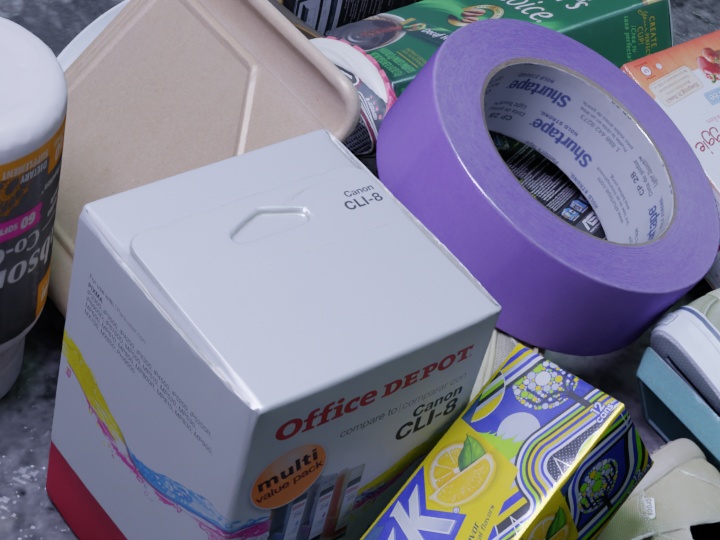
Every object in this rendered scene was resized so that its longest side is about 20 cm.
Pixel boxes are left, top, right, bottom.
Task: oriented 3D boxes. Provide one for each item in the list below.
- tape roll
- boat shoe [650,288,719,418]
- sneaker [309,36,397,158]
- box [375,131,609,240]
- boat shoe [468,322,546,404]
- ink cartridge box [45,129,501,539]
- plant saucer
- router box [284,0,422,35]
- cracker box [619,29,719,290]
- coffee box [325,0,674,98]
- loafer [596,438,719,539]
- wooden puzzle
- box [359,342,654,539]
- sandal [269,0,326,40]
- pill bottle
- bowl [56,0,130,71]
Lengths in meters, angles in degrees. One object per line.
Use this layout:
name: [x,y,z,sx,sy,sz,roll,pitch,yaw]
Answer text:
tape roll: [0.110,-0.051,1.027,0.200,0.066,0.200,22,43,-21]
boat shoe: [0.243,0.091,0.971,0.062,0.072,0.200,-35,77,-11]
sneaker: [-0.056,-0.100,1.113,0.200,0.081,0.075,14,43,37]
box: [0.132,-0.086,1.187,0.160,0.044,0.200,31,44,18]
boat shoe: [0.074,0.092,0.958,0.065,0.072,0.200,18,41,-10]
ink cartridge box: [-0.049,0.062,0.855,0.145,0.200,0.145,-22,53,-33]
plant saucer: [0.218,0.126,0.968,0.019,0.070,0.200,-35,57,-9]
router box: [-0.060,-0.250,1.303,0.157,0.052,0.200,-27,56,-37]
cracker box: [0.255,-0.057,1.136,0.134,0.058,0.200,-23,72,-38]
coffee box: [0.090,-0.152,1.165,0.200,0.044,0.123,-18,29,-14]
loafer: [0.136,0.152,0.905,0.068,0.076,0.200,33,44,28]
wooden puzzle: [-0.107,-0.063,0.957,0.185,0.200,0.037,47,10,38]
box: [0.046,0.137,0.827,0.070,0.064,0.200,31,76,37]
sandal: [-0.071,-0.172,1.188,0.200,0.082,0.055,35,48,28]
pill bottle: [-0.213,-0.024,0.903,0.116,0.200,0.116,8,42,-7]
bowl: [-0.100,-0.059,1.026,0.090,0.201,0.201,37,15,-52]
